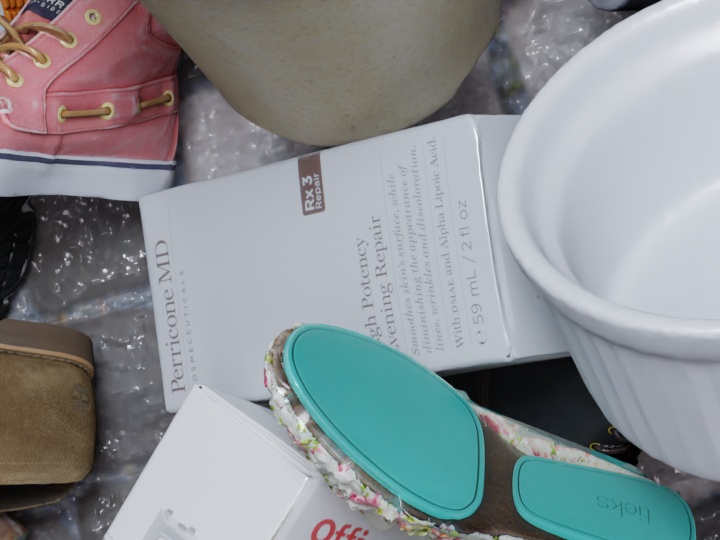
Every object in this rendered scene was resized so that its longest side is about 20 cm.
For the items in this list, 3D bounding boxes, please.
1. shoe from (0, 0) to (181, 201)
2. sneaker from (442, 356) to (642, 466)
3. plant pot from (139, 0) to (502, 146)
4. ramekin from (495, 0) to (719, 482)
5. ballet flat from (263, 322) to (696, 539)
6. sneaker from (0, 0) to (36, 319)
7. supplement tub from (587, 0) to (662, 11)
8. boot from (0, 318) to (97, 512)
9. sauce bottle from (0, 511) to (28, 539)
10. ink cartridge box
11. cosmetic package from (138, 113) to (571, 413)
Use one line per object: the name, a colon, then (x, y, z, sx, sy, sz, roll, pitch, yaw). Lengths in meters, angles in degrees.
shoe: (-0.148, -0.081, 0.961, 0.071, 0.199, 0.092, 14, 97, 35)
sneaker: (0.114, 0.063, 0.963, 0.074, 0.199, 0.107, -13, 98, -39)
plant pot: (-0.025, -0.151, 0.888, 0.199, 0.184, 0.202, -7, 62, 12)
ramekin: (0.158, -0.015, 0.833, 0.199, 0.201, 0.098, -19, 129, 5)
ballet flat: (0.040, 0.087, 0.882, 0.199, 0.064, 0.076, 27, 48, -16)
sneaker: (-0.202, -0.059, 1.033, 0.091, 0.076, 0.202, 13, 101, 32)
supplement tub: (0.188, -0.148, 0.937, 0.199, 0.107, 0.108, -6, 90, -22)
boot: (-0.202, 0.060, 0.972, 0.199, 0.074, 0.076, 7, 62, -32)
sauce bottle: (-0.238, 0.070, 1.029, 0.065, 0.065, 0.200, -43, 88, 4)
ink cartridge box: (-0.054, 0.164, 0.963, 0.083, 0.146, 0.201, 35, 96, 37)
cosmetic package: (0.000, 0.000, 0.953, 0.199, 0.074, 0.102, -13, 83, 40)
